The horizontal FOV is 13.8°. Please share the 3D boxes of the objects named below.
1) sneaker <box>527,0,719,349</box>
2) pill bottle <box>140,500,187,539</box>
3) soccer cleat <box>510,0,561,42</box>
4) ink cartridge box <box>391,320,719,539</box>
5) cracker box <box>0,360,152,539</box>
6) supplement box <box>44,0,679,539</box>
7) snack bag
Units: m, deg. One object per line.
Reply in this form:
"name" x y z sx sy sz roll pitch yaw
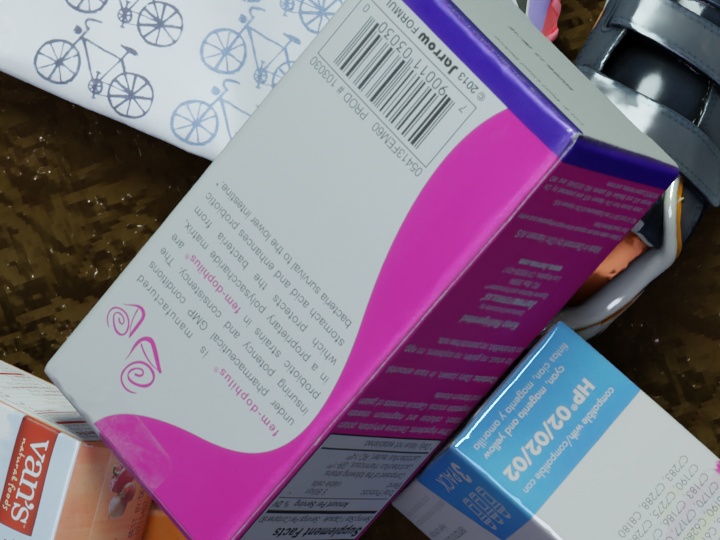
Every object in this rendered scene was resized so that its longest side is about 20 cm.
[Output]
"sneaker" 0.110 -0.056 1.110 0.078 0.079 0.200 27 99 6
"pill bottle" -0.047 0.181 1.149 0.106 0.106 0.200 -4 96 9
"soccer cleat" 0.049 -0.101 1.124 0.073 0.068 0.200 24 102 -6
"ink cartridge box" 0.116 0.119 1.104 0.200 0.115 0.068 41 72 2
"cracker box" -0.178 0.093 1.143 0.200 0.058 0.134 23 101 34
"supplement box" 0.000 0.000 1.053 0.200 0.103 0.101 -49 67 14
"snack bag" -0.073 -0.155 1.146 0.188 0.021 0.200 24 100 12
